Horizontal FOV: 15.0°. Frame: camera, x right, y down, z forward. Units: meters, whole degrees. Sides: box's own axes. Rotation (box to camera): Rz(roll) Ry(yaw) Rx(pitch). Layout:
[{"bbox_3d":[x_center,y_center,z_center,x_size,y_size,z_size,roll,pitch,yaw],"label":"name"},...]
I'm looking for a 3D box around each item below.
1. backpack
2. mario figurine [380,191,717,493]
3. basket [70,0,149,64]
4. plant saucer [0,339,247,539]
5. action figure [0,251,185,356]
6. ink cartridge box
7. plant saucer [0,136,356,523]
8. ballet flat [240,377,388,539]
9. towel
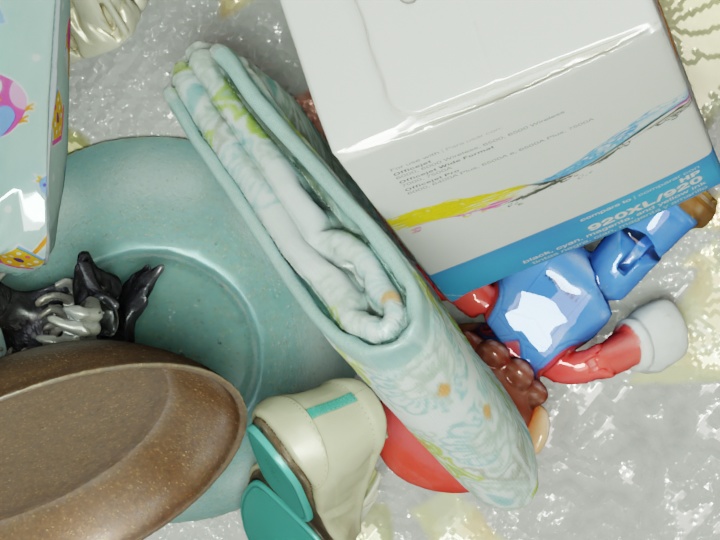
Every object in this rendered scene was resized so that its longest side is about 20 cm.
[{"bbox_3d":[-0.194,-0.068,1.078,0.153,0.200,0.176,3,84,-23],"label":"backpack"},{"bbox_3d":[0.078,0.019,1.322,0.200,0.106,0.123,-51,56,5],"label":"mario figurine"},{"bbox_3d":[-0.177,-0.184,1.189,0.135,0.124,0.200,-16,126,21],"label":"basket"},{"bbox_3d":[-0.148,0.086,1.214,0.200,0.200,0.037,-31,62,9],"label":"plant saucer"},{"bbox_3d":[-0.165,0.031,1.244,0.200,0.102,0.119,29,116,-28],"label":"action figure"},{"bbox_3d":[0.056,-0.103,1.186,0.144,0.200,0.148,-22,69,8],"label":"ink cartridge box"},{"bbox_3d":[-0.100,0.036,1.336,0.200,0.039,0.202,0,106,1],"label":"plant saucer"},{"bbox_3d":[-0.016,0.098,1.297,0.069,0.200,0.070,1,70,-4],"label":"ballet flat"},{"bbox_3d":[0.000,0.000,1.209,0.048,0.200,0.171,-37,145,4],"label":"towel"}]
